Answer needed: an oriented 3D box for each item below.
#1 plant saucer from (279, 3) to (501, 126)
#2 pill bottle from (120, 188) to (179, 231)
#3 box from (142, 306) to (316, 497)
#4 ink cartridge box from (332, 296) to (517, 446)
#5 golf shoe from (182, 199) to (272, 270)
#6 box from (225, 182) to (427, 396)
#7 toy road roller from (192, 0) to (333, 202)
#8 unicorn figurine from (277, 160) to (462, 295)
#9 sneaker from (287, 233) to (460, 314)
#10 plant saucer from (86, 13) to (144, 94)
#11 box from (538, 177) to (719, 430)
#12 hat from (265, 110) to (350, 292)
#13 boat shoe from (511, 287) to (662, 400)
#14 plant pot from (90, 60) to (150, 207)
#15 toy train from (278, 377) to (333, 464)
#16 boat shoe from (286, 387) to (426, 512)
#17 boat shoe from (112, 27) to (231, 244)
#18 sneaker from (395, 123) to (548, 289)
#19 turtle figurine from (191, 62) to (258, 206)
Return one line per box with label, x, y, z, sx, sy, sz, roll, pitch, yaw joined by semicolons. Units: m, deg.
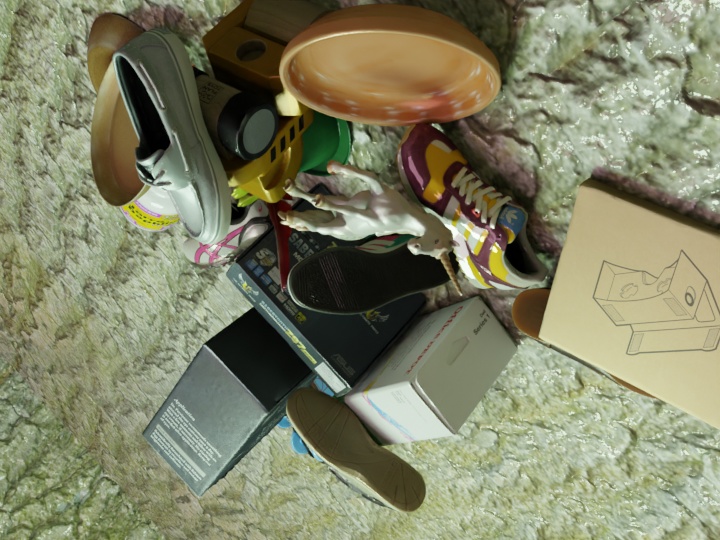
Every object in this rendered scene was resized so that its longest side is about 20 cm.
plant saucer;0.027;-0.181;0.844;0.195;0.038;0.200;4;168;1
pill bottle;-0.263;-0.119;1.272;0.105;0.104;0.200;49;160;-7
box;-0.148;0.149;1.228;0.117;0.196;0.201;43;125;5
ink cartridge box;0.071;0.124;1.131;0.084;0.145;0.199;49;149;-10
golf shoe;-0.182;-0.056;1.314;0.197;0.073;0.093;-8;115;43
box;-0.038;0.021;1.134;0.200;0.158;0.051;48;149;-2
toy road roller;-0.098;-0.165;0.960;0.121;0.201;0.147;27;154;28
unicorn figurine;0.007;-0.052;0.924;0.135;0.075;0.199;21;-179;-29
sneaker;0.000;0.000;1.057;0.120;0.196;0.086;173;87;-68
plant saucer;-0.303;-0.241;1.277;0.198;0.035;0.202;32;147;23
box;0.264;0.029;0.845;0.198;0.021;0.167;27;122;30
hat;-0.118;-0.124;1.041;0.197;0.176;0.168;21;142;35
boat shoe;0.246;0.068;0.938;0.198;0.072;0.070;28;-176;31
plant pot;-0.276;-0.178;1.168;0.198;0.027;0.205;-10;77;48
toy train;-0.073;0.191;1.420;0.086;0.114;0.202;4;130;52
boat shoe;-0.013;0.221;1.139;0.198;0.072;0.065;37;146;0
boat shoe;-0.177;-0.111;0.869;0.069;0.071;0.205;7;120;42
sneaker;0.115;-0.064;0.932;0.089;0.075;0.201;1;137;50
turtle figurine;-0.165;-0.162;1.162;0.164;0.063;0.200;62;164;8
